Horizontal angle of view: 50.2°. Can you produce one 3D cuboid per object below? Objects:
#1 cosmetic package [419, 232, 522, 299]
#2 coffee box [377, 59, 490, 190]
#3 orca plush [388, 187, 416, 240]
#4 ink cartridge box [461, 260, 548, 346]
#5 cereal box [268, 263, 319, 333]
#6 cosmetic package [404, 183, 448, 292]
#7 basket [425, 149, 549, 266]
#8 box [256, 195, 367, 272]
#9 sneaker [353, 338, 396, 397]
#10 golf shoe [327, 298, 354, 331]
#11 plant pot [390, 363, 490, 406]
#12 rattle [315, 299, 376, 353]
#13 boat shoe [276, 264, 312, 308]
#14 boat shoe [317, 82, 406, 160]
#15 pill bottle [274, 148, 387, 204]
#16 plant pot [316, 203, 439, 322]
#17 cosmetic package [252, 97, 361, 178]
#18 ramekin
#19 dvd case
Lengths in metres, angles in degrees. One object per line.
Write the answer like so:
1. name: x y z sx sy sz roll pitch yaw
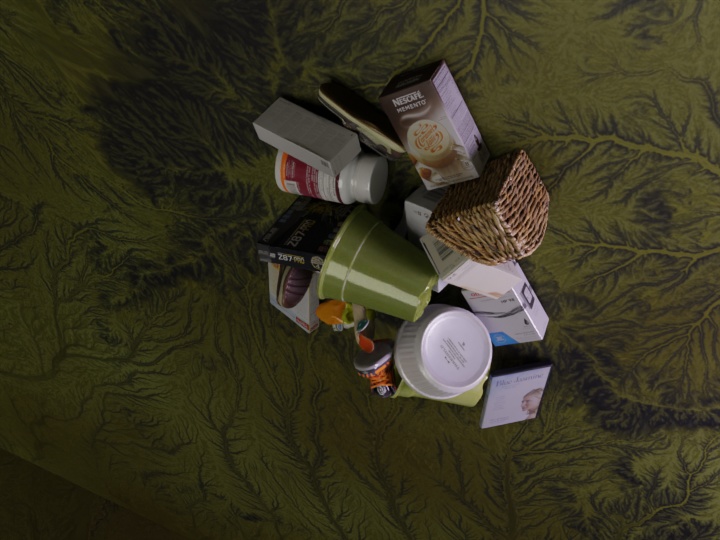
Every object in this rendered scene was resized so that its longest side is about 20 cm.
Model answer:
1. cosmetic package: 0.209 -0.020 1.436 0.071 0.105 0.200 -41 145 24
2. coffee box: 0.132 -0.254 1.360 0.114 0.080 0.200 -12 123 37
3. orca plush: 0.109 -0.081 1.569 0.105 0.071 0.201 -125 29 -47
4. ink cartridge box: 0.287 0.057 1.572 0.116 0.067 0.200 -14 122 39
5. cereal box: -0.156 0.036 1.796 0.144 0.039 0.200 36 143 27
6. cosmetic package: 0.148 -0.069 1.499 0.074 0.102 0.201 26 140 34
7. basket: 0.233 -0.094 1.363 0.149 0.200 0.143 -18 117 38
8. box: -0.093 -0.078 1.564 0.161 0.200 0.049 10 129 23
9. sneaker: 0.042 0.215 1.596 0.077 0.200 0.113 -6 97 16
10. golf shoe: -0.035 0.047 1.762 0.097 0.078 0.200 -9 129 9
11. plant pot: 0.182 0.213 1.707 0.184 0.201 0.201 18 137 -3
12. rattle: -0.036 0.111 1.634 0.142 0.200 0.131 6 123 2
13. boat shoe: -0.145 -0.016 1.674 0.075 0.203 0.075 8 162 41
14. boat shoe: 0.000 -0.270 1.426 0.200 0.073 0.065 35 132 -4
15. pill bottle: -0.055 -0.193 1.499 0.199 0.114 0.114 13 135 19
16. plant pot: 0.047 0.003 1.455 0.189 0.200 0.200 25 137 11
17. cosmetic package: -0.101 -0.252 1.447 0.200 0.083 0.051 31 159 29
18. ramekin: 0.178 0.163 1.577 0.202 0.203 0.094 40 162 -9
19. dvd case: 0.347 0.280 1.726 0.142 0.018 0.200 -9 135 -10
